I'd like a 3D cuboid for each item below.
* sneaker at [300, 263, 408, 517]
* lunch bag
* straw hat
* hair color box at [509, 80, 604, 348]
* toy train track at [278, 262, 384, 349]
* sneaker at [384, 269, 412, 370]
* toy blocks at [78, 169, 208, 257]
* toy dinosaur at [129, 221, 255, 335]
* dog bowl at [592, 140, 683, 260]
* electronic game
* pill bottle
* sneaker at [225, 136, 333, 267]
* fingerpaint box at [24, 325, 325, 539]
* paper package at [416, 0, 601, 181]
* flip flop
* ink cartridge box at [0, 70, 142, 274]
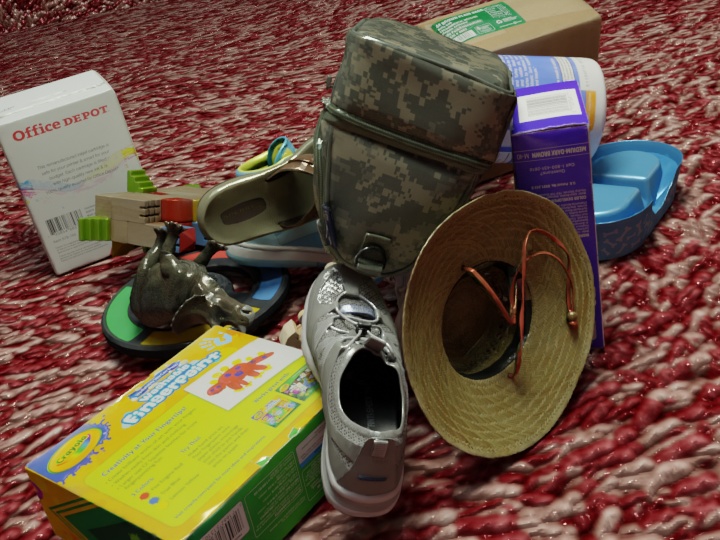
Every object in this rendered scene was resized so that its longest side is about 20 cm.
[{"bbox_3d":[0.006,0.063,0.598,0.074,0.082,0.201,2,46,-16],"label":"sneaker"},{"bbox_3d":[0.032,-0.100,0.690,0.139,0.169,0.200,17,21,-2],"label":"lunch bag"},{"bbox_3d":[0.084,0.037,0.658,0.201,0.202,0.085,-32,19,-32],"label":"straw hat"},{"bbox_3d":[0.164,-0.044,0.727,0.064,0.201,0.109,-7,28,13],"label":"hair color box"},{"bbox_3d":[0.000,0.000,0.773,0.200,0.033,0.115,-40,29,6],"label":"toy train track"},{"bbox_3d":[0.050,0.019,0.800,0.114,0.075,0.200,-4,35,36],"label":"sneaker"},{"bbox_3d":[-0.204,-0.062,1.008,0.136,0.101,0.200,9,13,28],"label":"toy blocks"},{"bbox_3d":[-0.185,0.014,0.817,0.199,0.077,0.103,2,70,40],"label":"toy dinosaur"},{"bbox_3d":[0.264,-0.075,0.902,0.111,0.050,0.200,10,36,35],"label":"dog bowl"},{"bbox_3d":[-0.170,0.029,0.898,0.199,0.042,0.200,-10,29,6],"label":"electronic game"},{"bbox_3d":[0.144,-0.169,0.907,0.199,0.113,0.112,1,28,-6],"label":"pill bottle"},{"bbox_3d":[-0.041,-0.074,0.904,0.199,0.131,0.080,-3,18,-19],"label":"sneaker"},{"bbox_3d":[-0.112,0.136,0.648,0.166,0.074,0.200,11,35,35],"label":"fingerpaint box"},{"bbox_3d":[0.178,-0.224,1.045,0.199,0.191,0.104,-21,44,-13],"label":"paper package"},{"bbox_3d":[-0.061,-0.078,0.827,0.199,0.081,0.058,-23,19,-11],"label":"flip flop"},{"bbox_3d":[-0.359,-0.129,1.088,0.145,0.201,0.145,-22,30,-17],"label":"ink cartridge box"}]
